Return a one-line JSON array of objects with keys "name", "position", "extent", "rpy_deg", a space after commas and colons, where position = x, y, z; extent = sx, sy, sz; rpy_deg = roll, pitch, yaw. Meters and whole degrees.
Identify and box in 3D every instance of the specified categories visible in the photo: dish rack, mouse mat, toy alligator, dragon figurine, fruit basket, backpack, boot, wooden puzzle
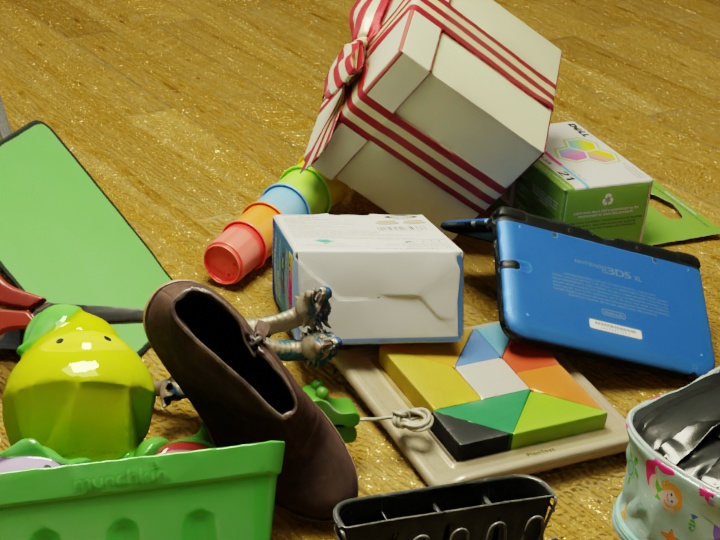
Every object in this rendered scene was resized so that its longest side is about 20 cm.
[{"name": "dish rack", "position": [0.080, 0.207, 0.928], "extent": [0.151, 0.055, 0.200], "rpy_deg": [-6, 30, -21]}, {"name": "mouse mat", "position": [-0.228, -0.018, 1.213], "extent": [0.201, 0.007, 0.161], "rpy_deg": [52, 31, -6]}, {"name": "toy alligator", "position": [-0.045, 0.100, 1.079], "extent": [0.197, 0.055, 0.059], "rpy_deg": [-10, 24, -11]}, {"name": "dragon figurine", "position": [-0.093, 0.067, 1.113], "extent": [0.098, 0.200, 0.060], "rpy_deg": [7, 61, -35]}, {"name": "fruit basket", "position": [-0.157, 0.109, 0.913], "extent": [0.213, 0.219, 0.155], "rpy_deg": [-5, -11, -20]}, {"name": "backpack", "position": [0.259, 0.143, 0.980], "extent": [0.198, 0.153, 0.177], "rpy_deg": [-9, 27, -41]}, {"name": "boot", "position": [-0.061, 0.089, 0.962], "extent": [0.072, 0.200, 0.166], "rpy_deg": [-43, 8, -10]}, {"name": "wooden puzzle", "position": [0.095, 0.091, 1.175], "extent": [0.183, 0.038, 0.200], "rpy_deg": [-9, 30, -26]}]

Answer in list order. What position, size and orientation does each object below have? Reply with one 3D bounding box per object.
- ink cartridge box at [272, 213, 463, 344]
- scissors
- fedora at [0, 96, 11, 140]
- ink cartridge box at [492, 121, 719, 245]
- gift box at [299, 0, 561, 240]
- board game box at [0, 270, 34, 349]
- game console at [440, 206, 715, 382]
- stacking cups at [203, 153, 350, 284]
[{"name": "ink cartridge box", "position": [0.000, 0.000, 1.256], "extent": [0.134, 0.078, 0.200], "rpy_deg": [0, 13, -9]}, {"name": "scissors", "position": [-0.229, 0.037, 1.118], "extent": [0.197, 0.074, 0.014], "rpy_deg": [16, -14, 10]}, {"name": "fedora", "position": [-0.345, -0.106, 1.275], "extent": [0.089, 0.177, 0.202], "rpy_deg": [-20, 72, 0]}, {"name": "ink cartridge box", "position": [0.240, -0.086, 1.505], "extent": [0.197, 0.077, 0.148], "rpy_deg": [-9, 30, -24]}, {"name": "gift box", "position": [0.050, -0.147, 1.410], "extent": [0.186, 0.200, 0.186], "rpy_deg": [34, 37, -16]}, {"name": "board game box", "position": [-0.357, 0.013, 1.227], "extent": [0.197, 0.035, 0.136], "rpy_deg": [5, 23, -3]}, {"name": "game console", "position": [0.178, 0.023, 1.299], "extent": [0.197, 0.119, 0.173], "rpy_deg": [13, 55, -20]}, {"name": "stacking cups", "position": [-0.080, -0.049, 1.391], "extent": [0.060, 0.061, 0.200], "rpy_deg": [17, 31, 22]}]
